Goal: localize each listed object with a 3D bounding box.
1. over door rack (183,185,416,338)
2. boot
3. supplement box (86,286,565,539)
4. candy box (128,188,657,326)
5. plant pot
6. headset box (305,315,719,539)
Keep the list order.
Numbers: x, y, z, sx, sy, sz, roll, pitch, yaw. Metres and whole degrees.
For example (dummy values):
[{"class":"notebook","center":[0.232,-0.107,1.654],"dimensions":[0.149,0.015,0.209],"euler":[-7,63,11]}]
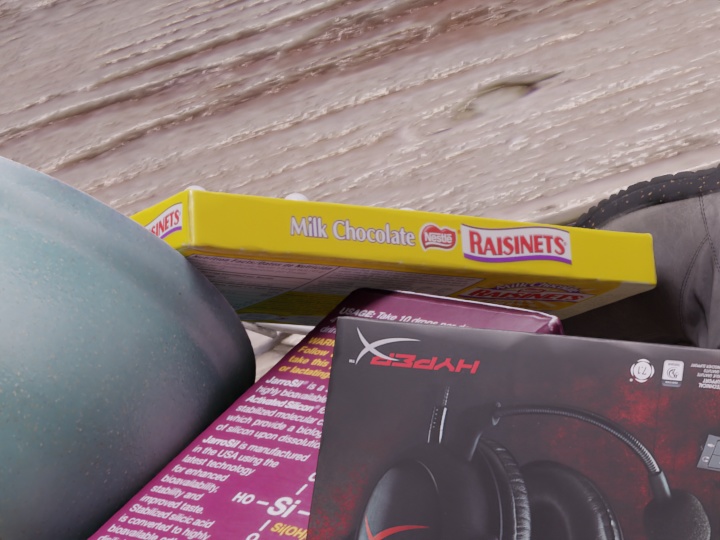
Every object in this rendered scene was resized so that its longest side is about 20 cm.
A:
[{"class":"over door rack","center":[-0.049,-0.001,1.162],"dimensions":[0.199,0.067,0.147],"euler":[5,1,-43]},{"class":"boot","center":[0.134,0.028,1.044],"dimensions":[0.200,0.069,0.133],"euler":[-39,42,48]},{"class":"supplement box","center":[-0.006,0.118,0.940],"dimensions":[0.103,0.132,0.200],"euler":[7,41,45]},{"class":"candy box","center":[0.000,0.000,1.030],"dimensions":[0.199,0.027,0.102],"euler":[5,-17,-32]},{"class":"plant pot","center":[-0.150,0.063,0.976],"dimensions":[0.199,0.200,0.135],"euler":[-4,54,35]},{"class":"headset box","center":[0.056,0.123,0.809],"dimensions":[0.147,0.075,0.202],"euler":[5,77,17]}]
